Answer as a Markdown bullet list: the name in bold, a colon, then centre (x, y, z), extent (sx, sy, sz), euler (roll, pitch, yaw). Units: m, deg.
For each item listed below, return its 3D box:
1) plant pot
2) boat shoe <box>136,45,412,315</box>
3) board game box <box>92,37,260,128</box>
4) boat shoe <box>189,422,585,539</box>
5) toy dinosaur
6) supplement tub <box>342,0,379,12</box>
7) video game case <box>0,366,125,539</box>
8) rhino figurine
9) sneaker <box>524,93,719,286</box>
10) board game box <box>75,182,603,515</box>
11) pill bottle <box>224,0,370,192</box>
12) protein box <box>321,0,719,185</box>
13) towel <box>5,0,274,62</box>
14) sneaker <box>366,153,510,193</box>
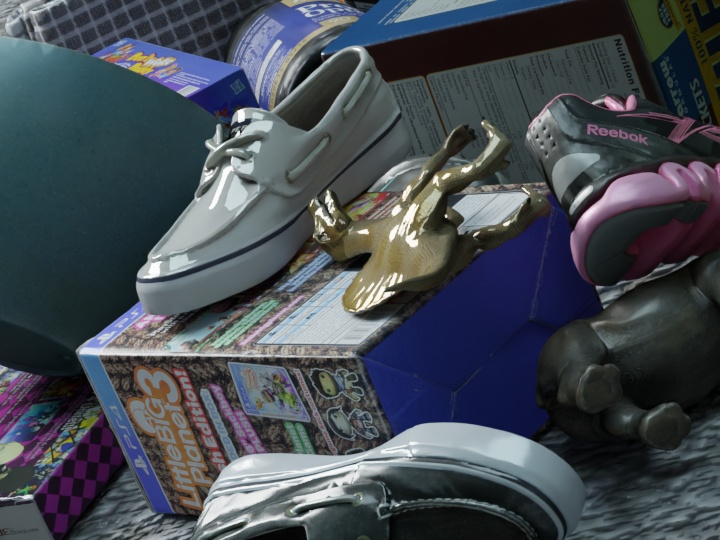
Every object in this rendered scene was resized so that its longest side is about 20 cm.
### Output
- **plant pot**: centre (-0.172, -0.021, 1.308), extent (0.199, 0.200, 0.136), euler (-3, 63, 42)
- **boat shoe**: centre (-0.047, -0.048, 1.190), extent (0.072, 0.066, 0.200), euler (-1, 29, 46)
- **board game box**: centre (-0.103, -0.065, 1.479), extent (0.045, 0.135, 0.200), euler (-29, 21, -18)
- **boat shoe**: centre (0.006, 0.117, 1.024), extent (0.199, 0.072, 0.071), euler (-12, 36, 41)
- **toy dinosaur**: centre (0.033, -0.014, 1.065), extent (0.101, 0.058, 0.200), euler (-41, 16, -4)
- **supplement tub**: centre (0.060, -0.215, 1.697), extent (0.122, 0.123, 0.200), euler (-30, 21, -18)
- **video game case**: centre (-0.198, 0.094, 1.327), extent (0.180, 0.036, 0.200), euler (-12, 23, 29)
- **rhino figurine**: centre (0.164, 0.021, 1.085), extent (0.199, 0.060, 0.087), euler (-27, 12, -19)
- **sneaker**: centre (0.151, -0.050, 1.139), extent (0.199, 0.096, 0.079), euler (-1, -44, -49)
- **board game box**: centre (-0.006, 0.040, 1.166), extent (0.199, 0.097, 0.159), euler (-1, 30, 46)
- **pill bottle**: centre (-0.025, -0.119, 1.565), extent (0.111, 0.112, 0.200), euler (-26, 21, -9)
- **protein box**: centre (0.124, -0.122, 1.376), extent (0.199, 0.136, 0.199), euler (-8, 24, 35)
- **towel**: centre (-0.128, -0.150, 1.679), extent (0.199, 0.166, 0.086), euler (-27, 26, -11)
- **sneaker**: centre (0.000, 0.000, 1.322), extent (0.199, 0.076, 0.079), euler (-20, 30, 31)
